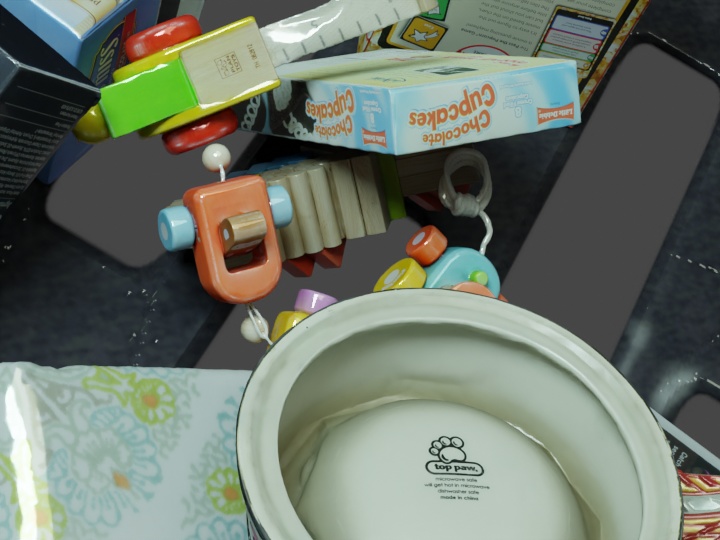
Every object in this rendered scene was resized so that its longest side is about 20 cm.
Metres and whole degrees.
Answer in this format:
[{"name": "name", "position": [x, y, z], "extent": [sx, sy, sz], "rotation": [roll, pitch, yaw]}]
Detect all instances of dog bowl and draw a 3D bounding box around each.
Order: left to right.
[{"name": "dog bowl", "position": [0.038, 0.105, 0.727], "extent": [0.199, 0.074, 0.201], "rotation": [7, 46, -8]}]

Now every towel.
[{"name": "towel", "position": [-0.079, 0.131, 0.754], "extent": [0.199, 0.048, 0.172], "rotation": [5, 67, -33]}]

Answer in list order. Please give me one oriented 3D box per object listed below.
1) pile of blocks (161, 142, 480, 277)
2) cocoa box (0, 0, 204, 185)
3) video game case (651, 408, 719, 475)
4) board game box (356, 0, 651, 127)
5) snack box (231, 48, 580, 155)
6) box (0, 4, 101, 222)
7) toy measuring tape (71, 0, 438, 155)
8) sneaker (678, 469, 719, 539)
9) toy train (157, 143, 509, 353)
[{"name": "pile of blocks", "position": [-0.018, -0.036, 0.931], "extent": [0.199, 0.082, 0.062], "rotation": [-19, 107, -21]}, {"name": "cocoa box", "position": [-0.199, -0.175, 0.900], "extent": [0.200, 0.134, 0.131], "rotation": [37, 53, 6]}, {"name": "video game case", "position": [0.119, 0.148, 0.868], "extent": [0.182, 0.023, 0.200], "rotation": [37, 51, 7]}, {"name": "board game box", "position": [0.098, -0.182, 0.977], "extent": [0.151, 0.200, 0.046], "rotation": [15, 52, -11]}, {"name": "snack box", "position": [0.017, -0.096, 0.905], "extent": [0.116, 0.200, 0.037], "rotation": [-12, 104, -27]}, {"name": "box", "position": [-0.263, -0.079, 0.769], "extent": [0.200, 0.182, 0.104], "rotation": [39, 8, 10]}, {"name": "toy measuring tape", "position": [-0.058, -0.111, 0.854], "extent": [0.199, 0.074, 0.074], "rotation": [-22, 64, -2]}, {"name": "sneaker", "position": [0.130, 0.120, 0.842], "extent": [0.199, 0.077, 0.073], "rotation": [26, 71, 16]}, {"name": "toy train", "position": [0.000, 0.000, 0.858], "extent": [0.199, 0.056, 0.151], "rotation": [-10, 96, -25]}]
